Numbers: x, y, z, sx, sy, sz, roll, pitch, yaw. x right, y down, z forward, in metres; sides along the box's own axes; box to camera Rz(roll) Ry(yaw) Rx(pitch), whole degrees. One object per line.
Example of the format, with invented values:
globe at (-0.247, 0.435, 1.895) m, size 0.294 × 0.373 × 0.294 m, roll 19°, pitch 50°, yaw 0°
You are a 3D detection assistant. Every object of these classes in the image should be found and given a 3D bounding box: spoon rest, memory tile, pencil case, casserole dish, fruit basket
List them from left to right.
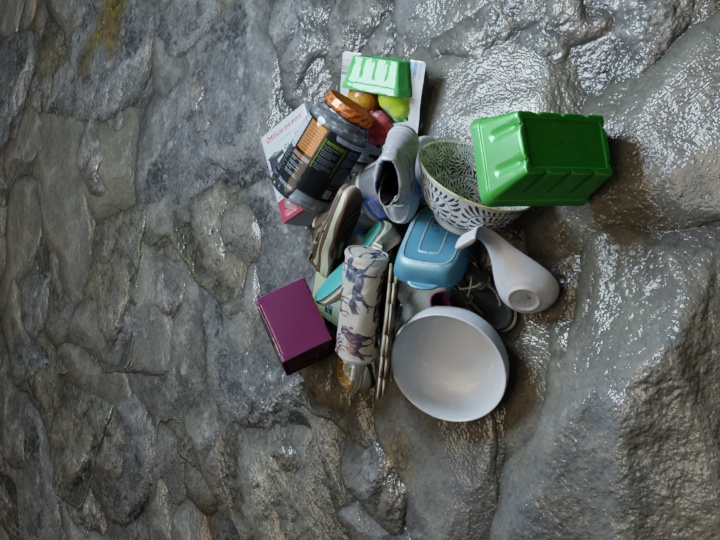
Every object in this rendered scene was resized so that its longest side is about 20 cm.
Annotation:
pencil case at (0.004, 0.056, 1.287) m, size 0.077 × 0.089 × 0.203 m, roll 10°, pitch 103°, yaw 21°
fruit basket at (0.038, -0.299, 1.400) m, size 0.184 × 0.093 × 0.203 m, roll 17°, pitch 118°, yaw 33°
memory tile at (0.046, 0.103, 1.264) m, size 0.154 × 0.017 × 0.202 m, roll -83°, pitch -2°, yaw -51°
casserole dish at (0.126, -0.046, 1.242) m, size 0.120 × 0.201 × 0.039 m, roll 8°, pitch 132°, yaw 17°
spoon rest at (0.230, -0.002, 1.161) m, size 0.099 × 0.200 × 0.061 m, roll -28°, pitch 32°, yaw 40°
fruit basket at (0.251, -0.170, 1.139) m, size 0.214 × 0.214 × 0.158 m, roll -15°, pitch 78°, yaw 40°

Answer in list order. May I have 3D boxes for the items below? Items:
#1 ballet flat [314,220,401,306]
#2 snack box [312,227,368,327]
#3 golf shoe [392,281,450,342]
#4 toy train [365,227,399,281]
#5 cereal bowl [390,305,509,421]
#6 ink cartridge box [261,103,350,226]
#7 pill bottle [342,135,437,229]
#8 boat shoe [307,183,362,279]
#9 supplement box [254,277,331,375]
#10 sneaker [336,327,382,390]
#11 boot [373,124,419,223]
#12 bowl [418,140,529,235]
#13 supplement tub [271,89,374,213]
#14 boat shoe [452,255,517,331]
ballet flat at (0.000, 0.000, 1.346) m, size 0.200 × 0.062 × 0.068 m, roll -49°, pitch 25°, yaw 12°
snack box at (-0.035, 0.008, 1.445) m, size 0.116 × 0.037 × 0.202 m, roll 31°, pitch 121°, yaw 39°
golf shoe at (0.107, 0.081, 1.298) m, size 0.091 × 0.075 × 0.202 m, roll 20°, pitch 128°, yaw 23°
toy train at (0.067, -0.009, 1.383) m, size 0.200 × 0.041 × 0.057 m, roll 46°, pitch 126°, yaw 33°
cereal bowl at (0.154, 0.146, 1.245) m, size 0.197 × 0.083 × 0.203 m, roll 9°, pitch 115°, yaw 20°
ink cartridge box at (-0.111, -0.213, 1.519) m, size 0.145 × 0.082 × 0.202 m, roll -30°, pitch 69°, yaw 37°
pill bottle at (0.062, -0.152, 1.341) m, size 0.199 × 0.113 × 0.115 m, roll -23°, pitch 73°, yaw 41°
boat shoe at (-0.057, -0.076, 1.347) m, size 0.074 × 0.075 × 0.204 m, roll 34°, pitch 129°, yaw 20°
supplement box at (-0.126, 0.111, 1.424) m, size 0.102 × 0.200 × 0.132 m, roll -24°, pitch 78°, yaw -9°
sneaker at (0.012, 0.123, 1.396) m, size 0.075 × 0.087 × 0.203 m, roll 13°, pitch 94°, yaw 58°
boot at (0.051, -0.131, 1.207) m, size 0.073 × 0.096 × 0.201 m, roll 15°, pitch 140°, yaw 17°
bowl at (0.174, -0.118, 1.207) m, size 0.201 × 0.199 × 0.095 m, roll 47°, pitch 133°, yaw 32°
supplement tub at (-0.066, -0.216, 1.354) m, size 0.123 × 0.122 × 0.201 m, roll 47°, pitch 112°, yaw 32°
boat shoe at (0.185, 0.025, 1.259) m, size 0.072 × 0.067 × 0.201 m, roll -50°, pitch 59°, yaw 25°
